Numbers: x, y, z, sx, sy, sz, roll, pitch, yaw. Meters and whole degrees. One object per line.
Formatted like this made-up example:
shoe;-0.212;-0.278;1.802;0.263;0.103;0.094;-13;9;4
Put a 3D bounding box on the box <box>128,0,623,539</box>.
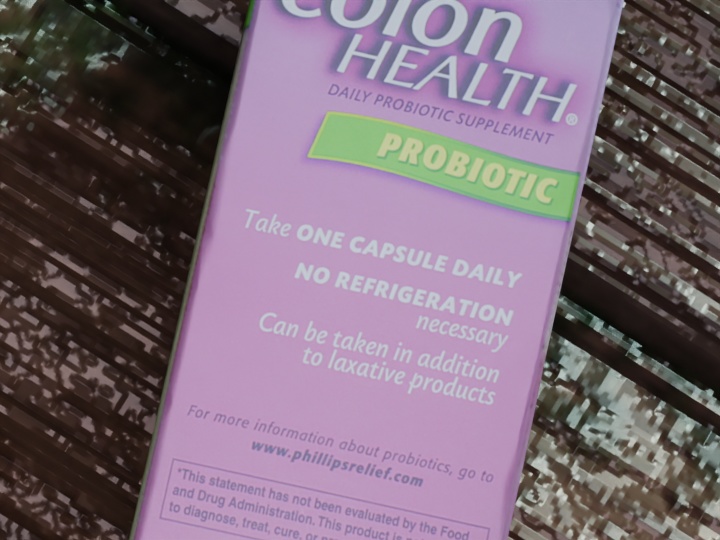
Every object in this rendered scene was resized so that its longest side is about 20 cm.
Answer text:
box;0.000;0.000;0.694;0.096;0.176;0.200;12;85;-3
